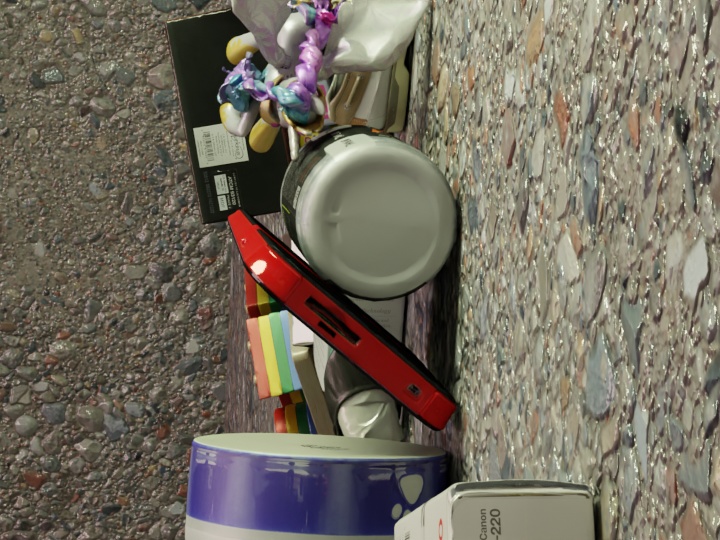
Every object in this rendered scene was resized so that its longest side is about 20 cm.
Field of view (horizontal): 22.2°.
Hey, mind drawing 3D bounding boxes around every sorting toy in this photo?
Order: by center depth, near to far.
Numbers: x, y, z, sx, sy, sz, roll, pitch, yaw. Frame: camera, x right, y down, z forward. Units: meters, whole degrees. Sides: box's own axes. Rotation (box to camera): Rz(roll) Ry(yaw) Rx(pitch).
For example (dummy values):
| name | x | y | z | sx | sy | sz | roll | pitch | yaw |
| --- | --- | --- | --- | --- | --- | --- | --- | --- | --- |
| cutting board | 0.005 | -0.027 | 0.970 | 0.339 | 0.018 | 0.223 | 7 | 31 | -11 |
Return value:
| name | x | y | z | sx | sy | sz | roll | pitch | yaw |
| --- | --- | --- | --- | --- | --- | --- | --- | --- | --- |
| sorting toy | -0.066 | 0.101 | 1.883 | 0.199 | 0.069 | 0.201 | -98 | -7 | -52 |

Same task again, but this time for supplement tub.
| name | x | y | z | sx | sy | sz | roll | pitch | yaw |
| --- | --- | --- | --- | --- | --- | --- | --- | --- | --- |
| supplement tub | 0.001 | -0.050 | 1.448 | 0.200 | 0.122 | 0.123 | -132 | 43 | -77 |

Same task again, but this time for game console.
| name | x | y | z | sx | sy | sz | roll | pitch | yaw |
| --- | --- | --- | --- | --- | --- | --- | --- | --- | --- |
| game console | -0.017 | 0.037 | 1.401 | 0.031 | 0.200 | 0.177 | -49 | 17 | 1 |

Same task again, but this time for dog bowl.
| name | x | y | z | sx | sy | sz | roll | pitch | yaw |
| --- | --- | --- | --- | --- | --- | --- | --- | --- | --- |
| dog bowl | -0.033 | 0.172 | 1.400 | 0.200 | 0.199 | 0.079 | 176 | 97 | -82 |

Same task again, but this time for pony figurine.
| name | x | y | z | sx | sy | sz | roll | pitch | yaw |
| --- | --- | --- | --- | --- | --- | --- | --- | --- | --- |
| pony figurine | -0.051 | -0.184 | 1.505 | 0.200 | 0.166 | 0.194 | -168 | 95 | -71 |

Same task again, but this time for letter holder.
| name | x | y | z | sx | sy | sz | roll | pitch | yaw |
| --- | --- | --- | --- | --- | --- | --- | --- | --- | --- |
| letter holder | -0.110 | -0.158 | 1.829 | 0.142 | 0.100 | 0.201 | -31 | -69 | -75 |

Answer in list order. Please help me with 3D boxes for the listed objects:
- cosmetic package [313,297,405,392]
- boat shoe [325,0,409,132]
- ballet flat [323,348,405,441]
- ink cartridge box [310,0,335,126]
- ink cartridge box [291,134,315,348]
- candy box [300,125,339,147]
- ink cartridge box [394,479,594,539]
| name | x | y | z | sx | sy | sz | roll | pitch | yaw |
| --- | --- | --- | --- | --- | --- | --- | --- | --- | --- |
| cosmetic package | 0.000 | 0.000 | 1.638 | 0.102 | 0.074 | 0.201 | -113 | 23 | -69 |
| boat shoe | 0.008 | -0.218 | 1.597 | 0.075 | 0.068 | 0.201 | -115 | 27 | -73 |
| ballet flat | 0.010 | 0.147 | 1.615 | 0.069 | 0.068 | 0.201 | -115 | 14 | -49 |
| ink cartridge box | -0.053 | -0.248 | 1.719 | 0.120 | 0.042 | 0.201 | -78 | -27 | -57 |
| ink cartridge box | -0.026 | -0.023 | 1.769 | 0.037 | 0.094 | 0.201 | -5 | 80 | 38 |
| candy box | -0.039 | -0.135 | 1.839 | 0.102 | 0.026 | 0.201 | -47 | -51 | -69 |
| ink cartridge box | 0.074 | 0.204 | 1.051 | 0.200 | 0.084 | 0.147 | 115 | 154 | -76 |
